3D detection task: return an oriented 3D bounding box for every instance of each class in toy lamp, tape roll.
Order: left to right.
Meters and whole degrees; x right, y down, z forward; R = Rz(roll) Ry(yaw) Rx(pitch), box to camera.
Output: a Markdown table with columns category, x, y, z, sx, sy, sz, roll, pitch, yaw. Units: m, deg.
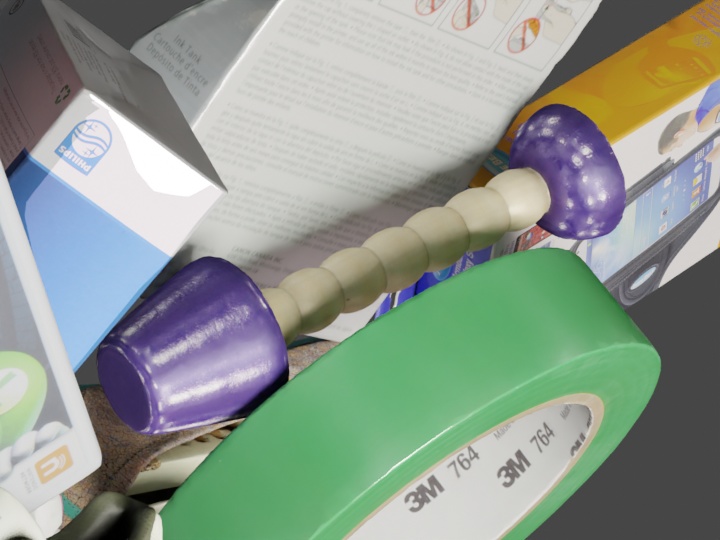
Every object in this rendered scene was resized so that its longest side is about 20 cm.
| category | x | y | z | sx | sy | sz | roll | pitch | yaw |
| --- | --- | --- | --- | --- | --- | --- | --- | --- | --- |
| toy lamp | 0.000 | 0.000 | 1.015 | 0.200 | 0.058 | 0.058 | -27 | 146 | -32 |
| tape roll | 0.013 | 0.074 | 1.049 | 0.200 | 0.048 | 0.200 | -34 | 161 | -14 |

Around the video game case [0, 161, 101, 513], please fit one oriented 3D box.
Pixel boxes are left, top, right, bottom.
| category | x | y | z | sx | sy | sz | roll | pitch | yaw |
| --- | --- | --- | --- | --- | --- | --- | --- | --- | --- |
| video game case | -0.162 | 0.042 | 0.772 | 0.182 | 0.023 | 0.200 | -34 | 147 | -16 |

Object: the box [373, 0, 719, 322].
| category | x | y | z | sx | sy | sz | roll | pitch | yaw |
| --- | --- | --- | --- | --- | --- | --- | --- | --- | --- |
| box | 0.087 | -0.024 | 1.170 | 0.200 | 0.041 | 0.119 | -34 | 149 | -34 |

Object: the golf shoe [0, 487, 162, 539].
| category | x | y | z | sx | sy | sz | roll | pitch | yaw |
| --- | --- | --- | --- | --- | --- | --- | --- | --- | --- |
| golf shoe | -0.130 | 0.100 | 0.810 | 0.200 | 0.078 | 0.097 | -2 | 113 | -55 |

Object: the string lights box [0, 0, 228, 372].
| category | x | y | z | sx | sy | sz | roll | pitch | yaw |
| --- | --- | --- | --- | --- | --- | --- | --- | --- | --- |
| string lights box | -0.135 | 0.017 | 0.905 | 0.059 | 0.103 | 0.200 | 36 | 100 | -27 |

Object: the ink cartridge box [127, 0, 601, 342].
| category | x | y | z | sx | sy | sz | roll | pitch | yaw |
| --- | --- | --- | --- | --- | --- | --- | --- | --- | --- |
| ink cartridge box | -0.005 | -0.073 | 1.022 | 0.200 | 0.047 | 0.160 | -55 | 147 | 13 |

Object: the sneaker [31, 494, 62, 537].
| category | x | y | z | sx | sy | sz | roll | pitch | yaw |
| --- | --- | --- | --- | --- | --- | --- | --- | --- | --- |
| sneaker | -0.145 | 0.151 | 0.975 | 0.088 | 0.081 | 0.200 | -59 | 153 | -56 |

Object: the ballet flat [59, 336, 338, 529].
| category | x | y | z | sx | sy | sz | roll | pitch | yaw |
| --- | --- | --- | --- | --- | --- | --- | --- | --- | --- |
| ballet flat | -0.045 | 0.072 | 1.122 | 0.200 | 0.067 | 0.068 | -11 | 136 | -43 |
